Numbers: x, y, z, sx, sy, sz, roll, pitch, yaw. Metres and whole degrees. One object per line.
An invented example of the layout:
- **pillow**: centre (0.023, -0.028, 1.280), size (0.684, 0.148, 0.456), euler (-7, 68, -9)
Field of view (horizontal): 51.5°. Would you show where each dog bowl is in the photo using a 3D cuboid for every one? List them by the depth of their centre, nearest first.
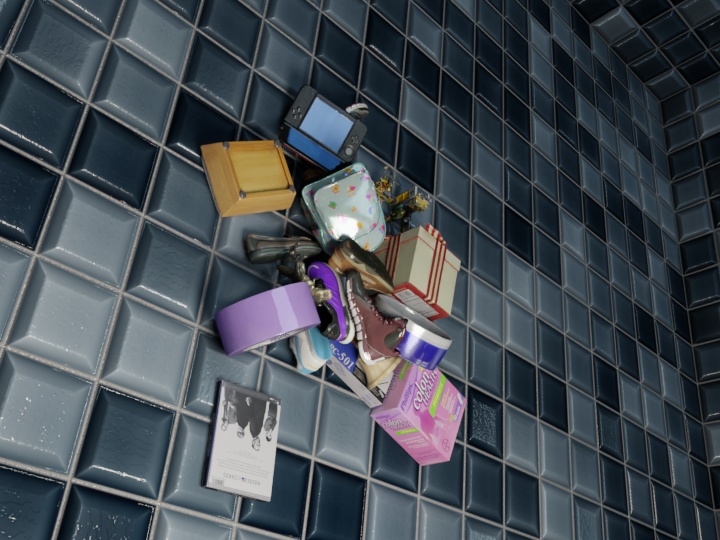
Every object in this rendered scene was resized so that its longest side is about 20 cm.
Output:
- **dog bowl**: centre (0.104, 0.138, 1.675), size (0.198, 0.200, 0.080), euler (27, 98, -36)

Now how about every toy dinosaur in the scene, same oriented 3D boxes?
- **toy dinosaur**: centre (-0.131, -0.003, 1.559), size (0.047, 0.199, 0.090), euler (-18, 123, -32)

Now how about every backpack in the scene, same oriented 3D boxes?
- **backpack**: centre (-0.031, -0.124, 1.678), size (0.173, 0.153, 0.204), euler (-25, 107, -12)

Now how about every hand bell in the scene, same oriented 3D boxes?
- **hand bell**: centre (-0.009, 0.152, 1.653), size (0.201, 0.104, 0.104), euler (49, 43, 0)

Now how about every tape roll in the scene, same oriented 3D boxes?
- **tape roll**: centre (-0.182, 0.096, 1.464), size (0.198, 0.198, 0.087), euler (-14, 82, -48)

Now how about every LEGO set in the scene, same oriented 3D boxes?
- **LEGO set**: centre (0.103, -0.162, 1.935), size (0.199, 0.115, 0.157), euler (36, 50, -29)

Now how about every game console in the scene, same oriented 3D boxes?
- **game console**: centre (-0.084, -0.326, 1.777), size (0.198, 0.118, 0.175), euler (31, 85, -17)

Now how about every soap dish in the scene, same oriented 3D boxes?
- **soap dish**: centre (-0.239, -0.208, 1.628), size (0.198, 0.080, 0.161), euler (-13, 82, -47)

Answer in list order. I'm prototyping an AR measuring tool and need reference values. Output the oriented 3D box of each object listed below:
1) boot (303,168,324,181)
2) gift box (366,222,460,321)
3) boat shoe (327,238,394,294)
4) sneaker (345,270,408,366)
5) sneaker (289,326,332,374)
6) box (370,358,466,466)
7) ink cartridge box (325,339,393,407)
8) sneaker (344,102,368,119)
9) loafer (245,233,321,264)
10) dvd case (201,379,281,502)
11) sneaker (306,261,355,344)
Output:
- **boot**: centre (-0.073, -0.134, 1.786), size (0.199, 0.076, 0.158), euler (39, 52, -36)
- **gift box**: centre (0.124, 0.001, 1.811), size (0.200, 0.182, 0.190), euler (41, 49, -34)
- **boat shoe**: centre (0.000, 0.000, 1.649), size (0.199, 0.073, 0.077), euler (38, 25, -43)
- **sneaker**: centre (0.041, 0.091, 1.567), size (0.075, 0.113, 0.205), euler (-12, 89, -72)
- **sneaker**: centre (-0.122, 0.125, 1.610), size (0.076, 0.081, 0.203), euler (23, 38, -37)
- **box**: centre (0.142, 0.326, 1.776), size (0.200, 0.096, 0.178), euler (46, 46, -21)
- **ink cartridge box**: centre (-0.012, 0.212, 1.705), size (0.200, 0.044, 0.095), euler (47, 44, -20)
- **sneaker**: centre (-0.039, -0.362, 1.913), size (0.199, 0.073, 0.089), euler (-38, 100, -43)
- **loafer**: centre (-0.167, -0.058, 1.647), size (0.197, 0.071, 0.064), euler (-6, 70, -47)
- **dvd case**: centre (-0.226, 0.330, 1.445), size (0.149, 0.024, 0.205), euler (27, 56, -36)
- **sneaker**: centre (-0.083, 0.059, 1.590), size (0.098, 0.070, 0.203), euler (11, 44, -47)
